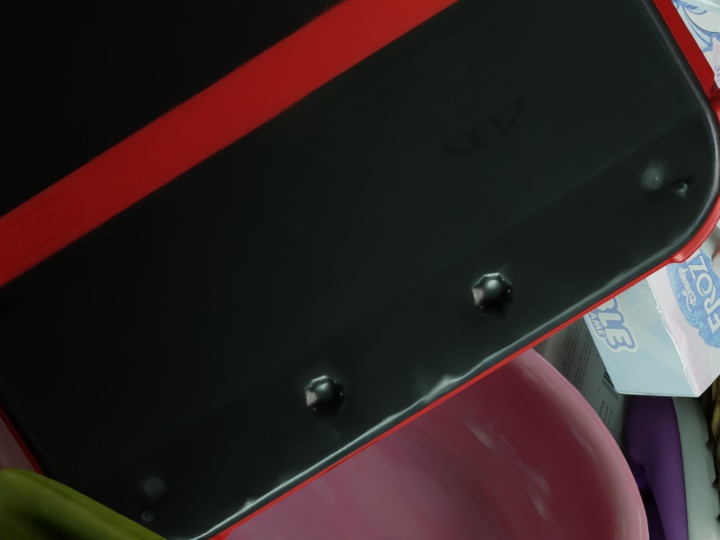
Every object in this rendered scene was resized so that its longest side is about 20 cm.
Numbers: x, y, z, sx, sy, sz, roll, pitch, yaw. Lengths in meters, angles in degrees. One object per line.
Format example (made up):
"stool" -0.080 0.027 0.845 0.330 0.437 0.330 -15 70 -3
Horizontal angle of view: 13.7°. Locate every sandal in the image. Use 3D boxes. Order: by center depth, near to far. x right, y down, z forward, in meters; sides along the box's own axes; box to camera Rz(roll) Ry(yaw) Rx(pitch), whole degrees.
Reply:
"sandal" 0.094 0.134 1.068 0.082 0.049 0.204 156 -62 -75

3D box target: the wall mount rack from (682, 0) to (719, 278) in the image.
"wall mount rack" 0.104 -0.091 0.799 0.174 0.074 0.201 -74 -173 -60

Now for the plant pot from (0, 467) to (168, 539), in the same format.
"plant pot" -0.095 0.148 0.618 0.181 0.199 0.201 -2 102 -34

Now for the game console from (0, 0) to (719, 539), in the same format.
"game console" -0.023 -0.041 0.745 0.177 0.199 0.031 58 4 -6

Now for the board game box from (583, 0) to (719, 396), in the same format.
"board game box" 0.118 -0.097 0.964 0.199 0.043 0.201 -38 114 -33

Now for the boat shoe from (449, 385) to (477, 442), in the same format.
"boat shoe" 0.061 0.106 0.991 0.071 0.064 0.201 -127 -157 -64

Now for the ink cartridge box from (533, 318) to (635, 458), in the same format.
"ink cartridge box" 0.062 0.066 1.138 0.200 0.085 0.147 47 56 -61

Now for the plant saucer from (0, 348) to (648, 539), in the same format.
"plant saucer" -0.018 0.064 0.856 0.200 0.200 0.051 -40 156 -55

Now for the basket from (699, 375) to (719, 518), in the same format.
"basket" 0.196 0.048 1.093 0.201 0.148 0.143 81 2 -48
